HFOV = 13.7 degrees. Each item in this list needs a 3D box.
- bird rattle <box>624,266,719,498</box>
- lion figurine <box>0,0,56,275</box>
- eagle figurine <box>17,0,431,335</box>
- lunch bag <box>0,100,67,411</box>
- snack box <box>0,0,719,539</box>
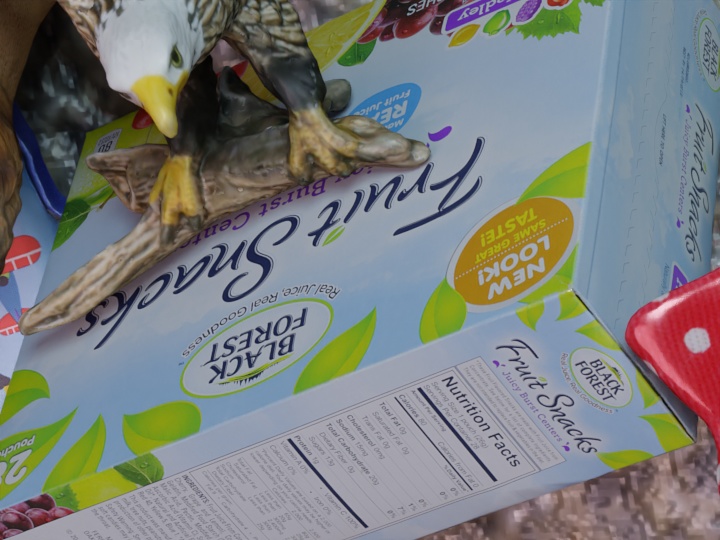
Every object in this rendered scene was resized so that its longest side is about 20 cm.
[{"bbox_3d":[0.160,0.012,0.768,0.112,0.200,0.163,-26,121,30],"label":"bird rattle"},{"bbox_3d":[-0.121,-0.077,0.884,0.072,0.200,0.123,-3,135,30],"label":"lion figurine"},{"bbox_3d":[-0.066,-0.089,0.754,0.151,0.152,0.200,21,153,53],"label":"eagle figurine"},{"bbox_3d":[-0.167,0.014,0.979,0.199,0.094,0.151,-18,99,16],"label":"lunch bag"},{"bbox_3d":[0.000,0.000,0.835,0.199,0.169,0.068,-23,125,30],"label":"snack box"}]
